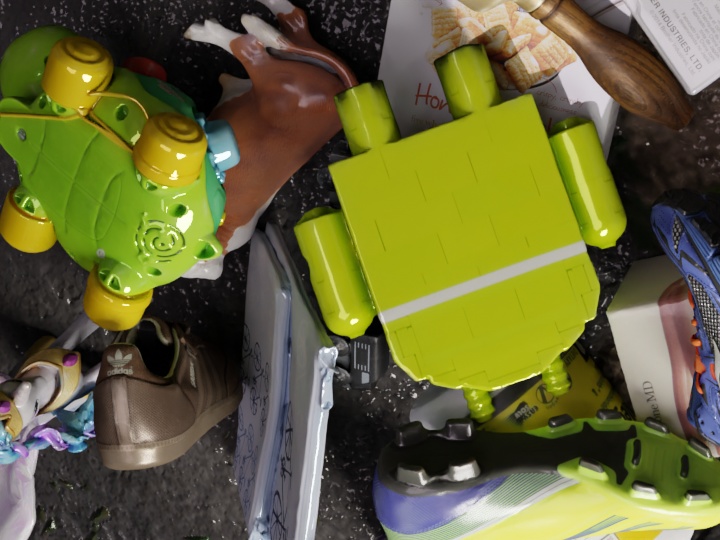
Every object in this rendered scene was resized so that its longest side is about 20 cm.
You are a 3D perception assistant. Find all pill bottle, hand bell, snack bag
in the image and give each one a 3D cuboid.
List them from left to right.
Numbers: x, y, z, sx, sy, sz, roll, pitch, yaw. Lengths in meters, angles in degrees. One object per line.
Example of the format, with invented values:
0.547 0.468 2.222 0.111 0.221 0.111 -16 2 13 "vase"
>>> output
-0.052 0.091 0.952 0.021 0.200 0.190 1 113 -15 "snack bag"
0.103 -0.138 0.810 0.199 0.105 0.104 37 121 -18 "hand bell"
0.129 0.132 0.919 0.112 0.112 0.201 -36 93 29 "pill bottle"

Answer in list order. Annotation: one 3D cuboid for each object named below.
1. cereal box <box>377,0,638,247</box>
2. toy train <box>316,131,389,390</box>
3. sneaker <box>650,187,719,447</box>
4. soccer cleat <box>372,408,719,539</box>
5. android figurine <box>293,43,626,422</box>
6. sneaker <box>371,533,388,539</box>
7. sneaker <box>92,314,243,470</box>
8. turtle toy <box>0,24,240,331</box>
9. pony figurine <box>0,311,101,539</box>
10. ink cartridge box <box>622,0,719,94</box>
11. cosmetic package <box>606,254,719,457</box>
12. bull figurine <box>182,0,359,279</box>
0.082 -0.114 0.891 0.143 0.040 0.202 16 114 17 "cereal box"
0.000 0.000 0.940 0.045 0.034 0.201 12 133 15 "toy train"
0.196 0.051 0.785 0.078 0.075 0.201 -24 96 31 "sneaker"
0.106 0.126 0.843 0.198 0.065 0.084 1 128 4 "soccer cleat"
0.059 -0.018 0.849 0.181 0.041 0.202 -21 88 0 "android figurine"
0.036 0.186 0.946 0.088 0.200 0.081 -34 81 12 "sneaker"
-0.117 0.060 0.957 0.070 0.200 0.076 -3 102 5 "sneaker"
-0.149 -0.072 0.905 0.200 0.101 0.146 40 126 18 "turtle toy"
-0.234 0.090 1.010 0.192 0.200 0.167 -35 94 29 "pony figurine"
0.219 -0.198 0.786 0.199 0.042 0.120 -35 93 16 "ink cartridge box"
0.250 0.035 0.846 0.198 0.087 0.104 -13 104 27 "cosmetic package"
-0.083 -0.084 0.960 0.200 0.065 0.122 -40 88 30 "bull figurine"
